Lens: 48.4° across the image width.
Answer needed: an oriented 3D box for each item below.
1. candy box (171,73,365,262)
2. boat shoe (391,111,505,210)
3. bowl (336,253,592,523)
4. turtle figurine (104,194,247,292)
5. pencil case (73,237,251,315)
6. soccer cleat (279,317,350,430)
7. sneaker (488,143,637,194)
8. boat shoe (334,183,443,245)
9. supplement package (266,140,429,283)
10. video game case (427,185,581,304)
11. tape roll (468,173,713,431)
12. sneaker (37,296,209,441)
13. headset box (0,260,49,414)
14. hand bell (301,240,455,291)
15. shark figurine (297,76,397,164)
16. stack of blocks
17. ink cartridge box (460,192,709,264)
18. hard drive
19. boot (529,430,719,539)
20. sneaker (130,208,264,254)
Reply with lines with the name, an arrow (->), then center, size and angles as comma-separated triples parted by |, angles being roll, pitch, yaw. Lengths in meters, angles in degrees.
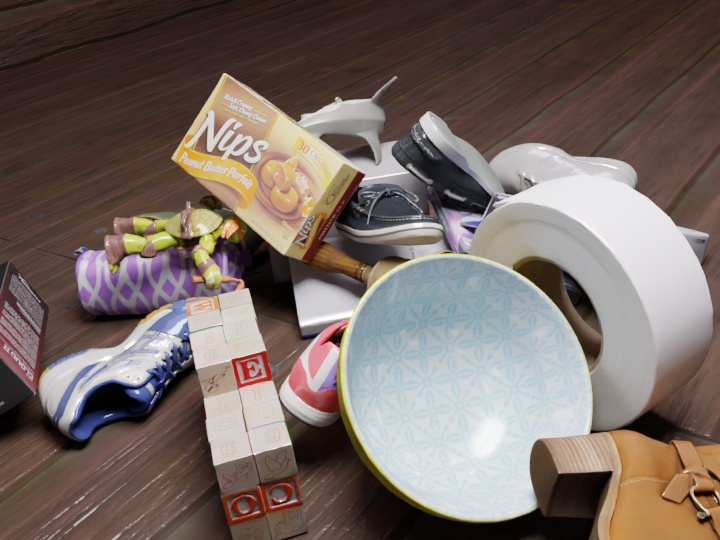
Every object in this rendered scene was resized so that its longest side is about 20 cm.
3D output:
candy box -> -0.104, -0.113, 0.869 | 0.200, 0.116, 0.055 | 40, 10, 28
boat shoe -> 0.105, -0.112, 0.909 | 0.060, 0.200, 0.076 | -35, 51, 20
bowl -> 0.067, 0.097, 0.628 | 0.200, 0.201, 0.108 | -21, -13, -23
turtle figurine -> -0.192, -0.035, 0.873 | 0.161, 0.065, 0.200 | -7, 41, -1
pencil case -> -0.236, 0.007, 0.951 | 0.199, 0.084, 0.086 | -4, 7, 6
soccer cleat -> -0.007, 0.072, 0.717 | 0.068, 0.073, 0.200 | 35, 20, 7
sneaker -> 0.255, -0.113, 1.055 | 0.199, 0.075, 0.089 | 9, 43, 28
boat shoe -> 0.024, -0.060, 0.842 | 0.074, 0.062, 0.200 | 1, 8, -21
supplement package -> -0.020, -0.076, 0.998 | 0.199, 0.120, 0.121 | -9, 27, -3
video game case -> 0.155, -0.036, 0.910 | 0.142, 0.019, 0.200 | 19, 24, -15
tape roll -> 0.179, 0.026, 0.658 | 0.071, 0.203, 0.202 | -24, 31, -27
sneaker -> -0.206, 0.100, 0.781 | 0.200, 0.075, 0.088 | -30, 41, -19
headset box -> -0.397, 0.093, 0.788 | 0.148, 0.075, 0.200 | -31, 29, -2
hand bell -> 0.000, 0.000, 0.842 | 0.200, 0.104, 0.104 | 23, 40, 37
shark figurine -> -0.018, -0.157, 0.947 | 0.214, 0.090, 0.128 | -23, -4, -43
stack of blocks -> -0.098, 0.113, 0.663 | 0.058, 0.115, 0.200 | -13, 28, -9
ink cartridge box -> 0.244, -0.046, 0.869 | 0.199, 0.041, 0.200 | 19, 13, 41
hard drive -> 0.023, 0.004, 0.901 | 0.199, 0.025, 0.132 | -10, 44, -4
boot -> 0.206, 0.179, 0.502 | 0.154, 0.074, 0.200 | 3, 41, -9
sneaker -> -0.214, -0.048, 1.071 | 0.200, 0.067, 0.090 | 8, 24, 28
